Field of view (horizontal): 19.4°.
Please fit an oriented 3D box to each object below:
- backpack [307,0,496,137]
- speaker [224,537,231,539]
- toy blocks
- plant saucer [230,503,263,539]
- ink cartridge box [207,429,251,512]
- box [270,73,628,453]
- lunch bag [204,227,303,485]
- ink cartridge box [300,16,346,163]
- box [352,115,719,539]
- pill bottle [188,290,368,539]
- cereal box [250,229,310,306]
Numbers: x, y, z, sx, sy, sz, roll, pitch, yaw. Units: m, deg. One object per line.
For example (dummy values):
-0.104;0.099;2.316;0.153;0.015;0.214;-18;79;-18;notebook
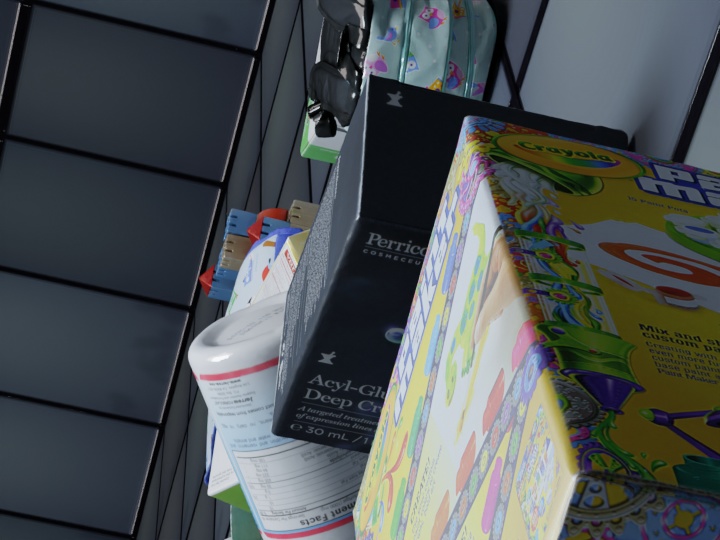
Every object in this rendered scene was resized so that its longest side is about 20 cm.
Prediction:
0.029;-0.171;1.603;0.200;0.126;0.167;-116;28;-75;backpack
-0.100;0.326;1.883;0.200;0.081;0.081;-93;18;-59;speaker
-0.075;-0.013;2.006;0.200;0.137;0.100;121;160;-63;toy blocks
-0.060;0.207;1.766;0.201;0.039;0.201;-3;-90;-75;plant saucer
-0.048;0.165;1.617;0.148;0.076;0.200;-28;44;44;ink cartridge box
0.047;0.009;1.157;0.200;0.148;0.107;111;167;-48;box
-0.072;0.083;1.910;0.200;0.124;0.170;98;176;-51;lunch bag
0.013;-0.185;1.857;0.200;0.084;0.146;136;145;-75;ink cartridge box
0.113;0.069;0.479;0.193;0.200;0.122;-96;20;-66;box
-0.029;0.120;1.384;0.109;0.109;0.200;-114;3;-76;pill bottle
0.000;0.000;1.507;0.040;0.144;0.200;67;161;12;cereal box
